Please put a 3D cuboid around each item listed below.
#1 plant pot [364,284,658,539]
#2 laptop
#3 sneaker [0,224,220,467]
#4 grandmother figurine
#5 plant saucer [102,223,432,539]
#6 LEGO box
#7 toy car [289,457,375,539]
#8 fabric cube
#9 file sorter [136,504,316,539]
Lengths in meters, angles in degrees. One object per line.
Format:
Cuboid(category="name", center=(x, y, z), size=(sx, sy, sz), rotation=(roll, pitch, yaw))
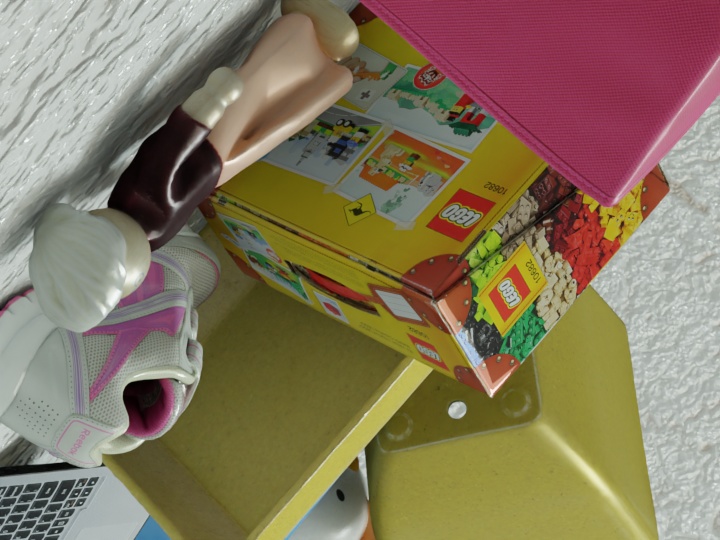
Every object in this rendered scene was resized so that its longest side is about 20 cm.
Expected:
Cuboid(category="plant pot", center=(0.086, 0.099, 1.624), size=(0.194, 0.195, 0.200), rotation=(-13, 152, 13))
Cuboid(category="laptop", center=(-0.206, 0.210, 1.352), size=(0.199, 0.116, 0.188), rotation=(-3, 146, -32))
Cuboid(category="sneaker", center=(-0.118, 0.043, 1.136), size=(0.081, 0.088, 0.200), rotation=(-53, 173, 33))
Cuboid(category="grandmother figurine", center=(-0.076, -0.049, 1.038), size=(0.200, 0.060, 0.122), rotation=(-49, 166, -32))
Cuboid(category="plant saucer", center=(-0.048, 0.054, 1.259), size=(0.200, 0.200, 0.048), rotation=(-48, 132, -2))
Cuboid(category="LEGO box", center=(0.032, -0.043, 1.181), size=(0.149, 0.199, 0.077), rotation=(-47, 132, -16))
Cuboid(category="toy car", center=(-0.046, 0.146, 1.735), size=(0.177, 0.200, 0.184), rotation=(-51, 174, 19))
Cuboid(category="fabric cube", center=(0.107, -0.188, 0.850), size=(0.200, 0.196, 0.200), rotation=(-42, 169, -42))
Cuboid(category="file sorter", center=(-0.113, 0.136, 1.523), size=(0.200, 0.139, 0.123), rotation=(-52, 169, 20))
